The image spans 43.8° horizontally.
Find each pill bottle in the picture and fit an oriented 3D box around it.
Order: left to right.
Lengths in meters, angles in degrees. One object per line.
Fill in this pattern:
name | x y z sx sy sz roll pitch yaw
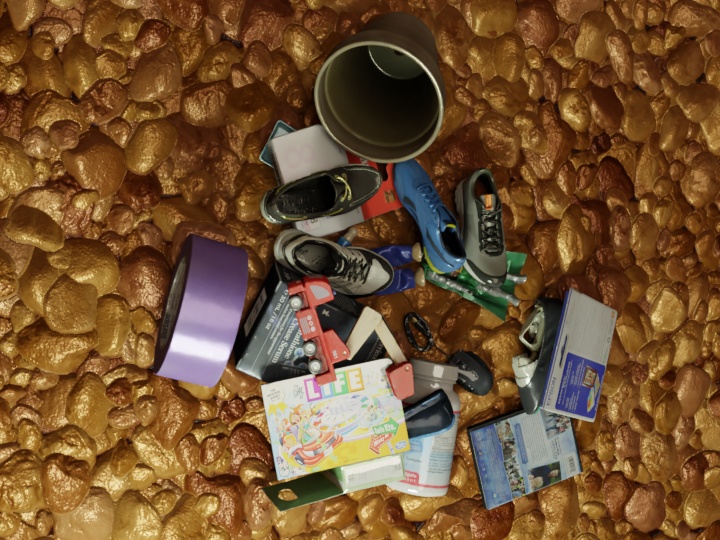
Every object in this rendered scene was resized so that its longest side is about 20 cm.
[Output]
pill bottle | 0.102 0.248 1.432 0.106 0.108 0.205 10 87 -18

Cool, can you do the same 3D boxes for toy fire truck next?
toy fire truck | -0.013 0.094 1.254 0.138 0.049 0.204 -18 94 -4

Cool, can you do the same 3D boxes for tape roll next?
tape roll | -0.227 0.057 1.267 0.083 0.199 0.205 14 87 -19

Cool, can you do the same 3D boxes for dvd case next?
dvd case | 0.285 0.310 1.544 0.196 0.018 0.146 -16 96 -17

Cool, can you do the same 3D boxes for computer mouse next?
computer mouse | 0.148 0.140 1.486 0.199 0.034 0.059 38 80 -15

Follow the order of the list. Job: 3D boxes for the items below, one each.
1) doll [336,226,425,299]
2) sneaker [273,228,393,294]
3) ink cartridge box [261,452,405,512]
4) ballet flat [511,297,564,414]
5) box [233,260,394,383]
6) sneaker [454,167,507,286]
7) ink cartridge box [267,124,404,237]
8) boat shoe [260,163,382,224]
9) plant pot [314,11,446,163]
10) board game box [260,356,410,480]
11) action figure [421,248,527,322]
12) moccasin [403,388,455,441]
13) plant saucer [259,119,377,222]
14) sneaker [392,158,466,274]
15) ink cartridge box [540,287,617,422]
doll | 0.000 0.000 1.419 0.195 0.048 0.140 -10 101 -9
sneaker | -0.033 -0.003 1.337 0.196 0.087 0.077 14 95 -22
ink cartridge box | -0.046 0.305 1.363 0.195 0.145 0.049 -8 93 -18
ballet flat | 0.293 0.139 1.518 0.072 0.073 0.204 22 80 -18
box | -0.073 0.105 1.352 0.197 0.107 0.151 26 100 -17
sneaker | 0.197 -0.071 1.440 0.072 0.080 0.205 -2 67 -16
ink cartridge box | -0.032 -0.149 1.393 0.196 0.057 0.166 -18 97 -13
boat shoe | -0.049 -0.113 1.333 0.197 0.060 0.073 -18 97 -21
plant pot | 0.045 -0.295 1.356 0.199 0.199 0.175 37 42 -16
board game box | -0.036 0.211 1.292 0.195 0.034 0.138 -12 87 -7
action figure | 0.177 0.002 1.485 0.196 0.055 0.121 18 88 -14
moccasin | 0.043 0.227 1.356 0.195 0.080 0.070 -15 92 -7
plant saucer | -0.063 -0.155 1.415 0.197 0.019 0.071 30 82 -16
sneaker | 0.116 -0.096 1.416 0.065 0.078 0.204 -20 84 -27
ink cartridge box | 0.357 0.142 1.503 0.198 0.046 0.202 20 83 -47
